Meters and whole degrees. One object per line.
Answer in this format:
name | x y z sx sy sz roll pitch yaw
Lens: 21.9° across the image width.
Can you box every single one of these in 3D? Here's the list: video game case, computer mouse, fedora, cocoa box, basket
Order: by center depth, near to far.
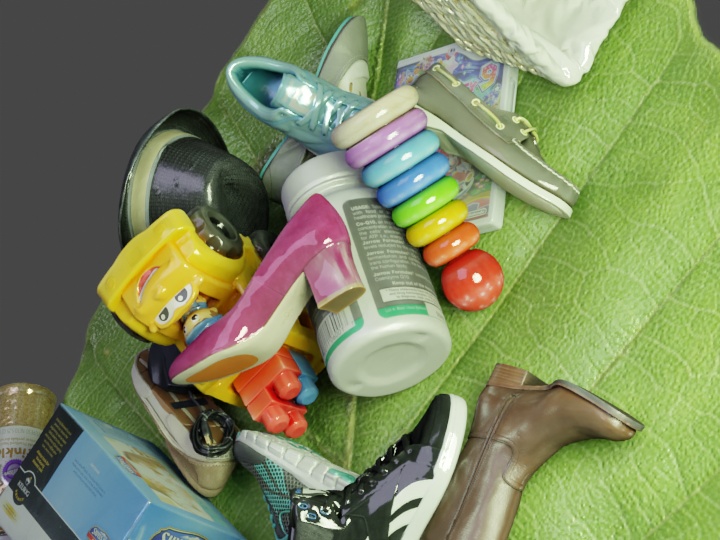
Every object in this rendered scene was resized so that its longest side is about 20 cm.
basket | 0.132 -0.299 1.621 0.160 0.198 0.201 20 75 52
video game case | 0.080 -0.119 1.716 0.143 0.018 0.201 -13 59 41
cocoa box | -0.227 0.239 1.738 0.132 0.133 0.200 -57 41 3
computer mouse | -0.157 0.111 1.750 0.200 0.058 0.034 -126 41 -55
fedora | -0.147 -0.054 1.791 0.091 0.200 0.202 13 77 30

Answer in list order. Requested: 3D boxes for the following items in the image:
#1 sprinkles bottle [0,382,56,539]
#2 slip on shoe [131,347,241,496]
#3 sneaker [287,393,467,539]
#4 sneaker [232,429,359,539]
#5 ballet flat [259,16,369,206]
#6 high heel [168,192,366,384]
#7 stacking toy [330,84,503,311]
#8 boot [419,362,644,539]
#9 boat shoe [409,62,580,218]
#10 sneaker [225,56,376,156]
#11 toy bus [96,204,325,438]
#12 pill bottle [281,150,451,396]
sprinkles bottle | -0.355 0.219 1.928 0.068 0.068 0.201 -24 53 34
slip on shoe | -0.169 0.142 1.792 0.200 0.076 0.061 44 132 49
sneaker | 0.003 0.179 1.520 0.073 0.111 0.201 -134 67 -82
sneaker | -0.057 0.203 1.637 0.200 0.077 0.092 23 89 50
ballet flat | -0.027 -0.150 1.820 0.063 0.067 0.201 29 91 21
high heel | -0.092 0.019 1.586 0.199 0.067 0.096 -33 66 23
stacking toy | 0.059 -0.055 1.602 0.085 0.085 0.201 -29 94 31
boot | 0.125 0.183 1.469 0.186 0.064 0.201 11 73 61
boat shoe | 0.116 -0.115 1.620 0.201 0.072 0.060 36 85 31
sneaker | -0.045 -0.147 1.744 0.199 0.082 0.074 21 90 25
toy bus | -0.116 0.060 1.687 0.136 0.200 0.192 -44 52 18
pill bottle | 0.000 0.000 1.643 0.113 0.113 0.201 -36 54 26
